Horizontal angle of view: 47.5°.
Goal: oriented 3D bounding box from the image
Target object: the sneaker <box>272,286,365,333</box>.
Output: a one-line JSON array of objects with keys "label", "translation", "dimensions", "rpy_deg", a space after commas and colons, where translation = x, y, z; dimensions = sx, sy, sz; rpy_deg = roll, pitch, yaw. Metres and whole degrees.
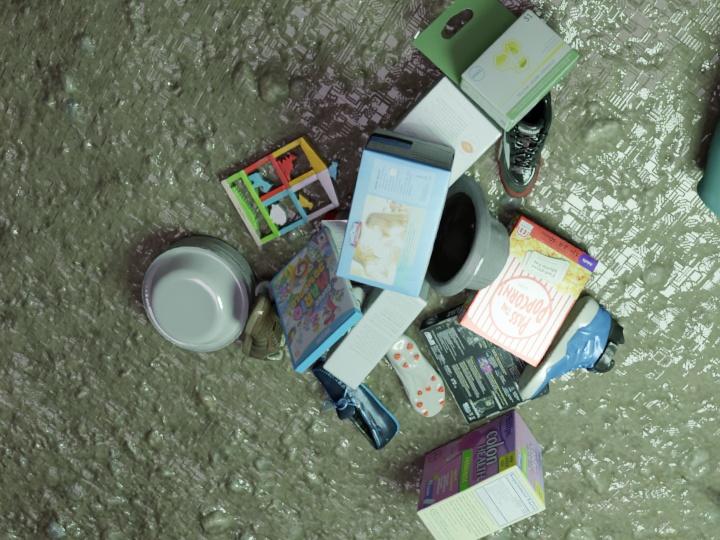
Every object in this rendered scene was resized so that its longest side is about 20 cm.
[{"label": "sneaker", "translation": [-0.065, 0.059, 1.368], "dimensions": [0.199, 0.089, 0.074], "rpy_deg": [1, 135, 47]}]

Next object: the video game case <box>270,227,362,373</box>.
[{"label": "video game case", "translation": [-0.075, 0.043, 1.298], "dimensions": [0.143, 0.201, 0.018], "rpy_deg": [-43, 132, 21]}]

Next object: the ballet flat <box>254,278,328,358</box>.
[{"label": "ballet flat", "translation": [-0.109, 0.084, 1.463], "dimensions": [0.199, 0.046, 0.068], "rpy_deg": [39, 90, -12]}]

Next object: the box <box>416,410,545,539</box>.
[{"label": "box", "translation": [0.211, 0.367, 1.434], "dimensions": [0.199, 0.176, 0.097], "rpy_deg": [-30, 103, 20]}]

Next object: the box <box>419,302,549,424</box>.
[{"label": "box", "translation": [0.216, 0.151, 1.423], "dimensions": [0.159, 0.044, 0.201], "rpy_deg": [-25, 104, 18]}]

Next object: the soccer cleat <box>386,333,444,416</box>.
[{"label": "soccer cleat", "translation": [0.095, 0.177, 1.449], "dimensions": [0.069, 0.078, 0.201], "rpy_deg": [-32, 123, -5]}]

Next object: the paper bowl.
[{"label": "paper bowl", "translation": [-0.289, 0.048, 1.447], "dimensions": [0.198, 0.104, 0.203], "rpy_deg": [4, 110, 10]}]

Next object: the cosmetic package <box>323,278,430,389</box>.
[{"label": "cosmetic package", "translation": [0.027, 0.086, 1.336], "dimensions": [0.074, 0.102, 0.201], "rpy_deg": [34, 113, -5]}]

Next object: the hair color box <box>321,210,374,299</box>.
[{"label": "hair color box", "translation": [0.000, 0.000, 1.396], "dimensions": [0.110, 0.064, 0.202], "rpy_deg": [-1, 109, 11]}]

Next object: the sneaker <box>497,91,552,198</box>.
[{"label": "sneaker", "translation": [0.250, -0.202, 1.253], "dimensions": [0.070, 0.098, 0.203], "rpy_deg": [7, 113, 6]}]

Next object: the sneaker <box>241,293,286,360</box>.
[{"label": "sneaker", "translation": [-0.160, 0.101, 1.427], "dimensions": [0.075, 0.071, 0.200], "rpy_deg": [18, 153, -3]}]

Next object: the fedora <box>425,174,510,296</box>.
[{"label": "fedora", "translation": [0.174, -0.046, 1.302], "dimensions": [0.090, 0.201, 0.177], "rpy_deg": [17, 126, -25]}]

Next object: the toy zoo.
[{"label": "toy zoo", "translation": [-0.122, -0.140, 1.388], "dimensions": [0.199, 0.020, 0.132], "rpy_deg": [-26, 104, 18]}]

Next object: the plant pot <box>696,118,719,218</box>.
[{"label": "plant pot", "translation": [0.588, -0.161, 1.165], "dimensions": [0.198, 0.201, 0.189], "rpy_deg": [22, 129, 2]}]

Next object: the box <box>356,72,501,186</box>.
[{"label": "box", "translation": [0.108, -0.195, 1.282], "dimensions": [0.124, 0.098, 0.200], "rpy_deg": [43, 112, -8]}]

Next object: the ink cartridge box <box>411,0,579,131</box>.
[{"label": "ink cartridge box", "translation": [0.193, -0.321, 1.185], "dimensions": [0.145, 0.048, 0.200], "rpy_deg": [-44, 81, -7]}]

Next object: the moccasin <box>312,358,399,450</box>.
[{"label": "moccasin", "translation": [-0.014, 0.243, 1.473], "dimensions": [0.200, 0.068, 0.080], "rpy_deg": [42, 154, -5]}]

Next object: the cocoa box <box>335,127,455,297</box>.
[{"label": "cocoa box", "translation": [0.053, -0.086, 1.210], "dimensions": [0.132, 0.131, 0.202], "rpy_deg": [15, 114, 3]}]

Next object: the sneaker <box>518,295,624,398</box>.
[{"label": "sneaker", "translation": [0.357, 0.153, 1.358], "dimensions": [0.111, 0.077, 0.201], "rpy_deg": [39, 85, -6]}]

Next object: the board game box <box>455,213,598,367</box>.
[{"label": "board game box", "translation": [0.269, 0.033, 1.332], "dimensions": [0.150, 0.046, 0.201], "rpy_deg": [28, 97, -7]}]
